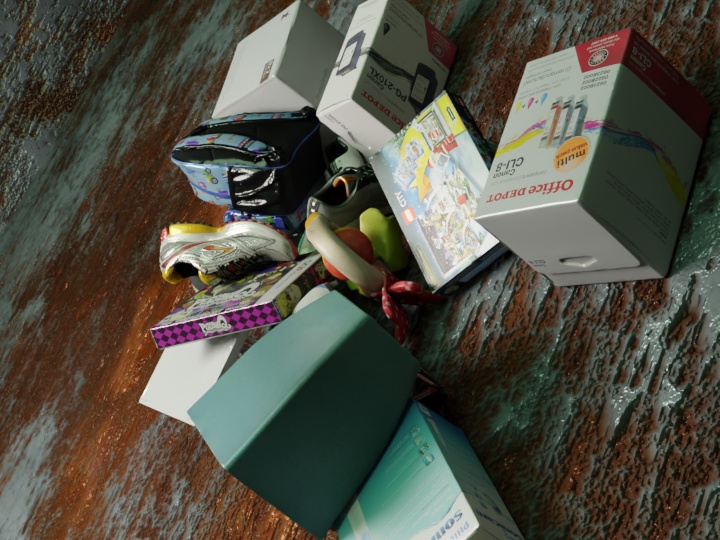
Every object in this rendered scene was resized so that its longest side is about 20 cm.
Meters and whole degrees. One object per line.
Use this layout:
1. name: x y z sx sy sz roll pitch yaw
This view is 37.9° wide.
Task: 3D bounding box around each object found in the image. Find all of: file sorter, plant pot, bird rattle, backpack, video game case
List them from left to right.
1. file sorter: -0.187 0.156 1.428 0.199 0.124 0.140 5 66 57
2. backpack: -0.165 -0.149 1.518 0.198 0.136 0.183 3 33 18
3. video game case: -0.148 0.035 1.371 0.199 0.036 0.181 -13 16 30
4. plant pot: -0.045 0.133 1.069 0.200 0.141 0.141 -48 29 -4
5. bird rattle: 0.000 0.000 1.278 0.113 0.163 0.200 -49 26 18

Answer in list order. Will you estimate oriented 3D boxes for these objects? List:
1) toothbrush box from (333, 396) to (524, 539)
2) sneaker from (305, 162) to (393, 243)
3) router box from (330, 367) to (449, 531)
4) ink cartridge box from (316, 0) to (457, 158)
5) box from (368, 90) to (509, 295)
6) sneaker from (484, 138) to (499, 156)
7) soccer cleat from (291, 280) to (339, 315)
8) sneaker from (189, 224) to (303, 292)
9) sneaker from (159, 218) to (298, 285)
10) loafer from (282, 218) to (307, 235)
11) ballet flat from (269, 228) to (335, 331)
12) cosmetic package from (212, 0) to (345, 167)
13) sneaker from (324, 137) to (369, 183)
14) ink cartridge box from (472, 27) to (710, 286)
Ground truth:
1. toothbrush box: 0.059 0.246 1.017 0.147 0.085 0.200 -49 29 11
2. sneaker: 0.005 -0.109 1.396 0.074 0.080 0.200 29 53 31
3. router box: -0.017 0.166 1.180 0.201 0.062 0.150 -54 51 6
4. ink cartridge box: 0.040 -0.271 1.493 0.084 0.144 0.201 -13 51 50
5. box: 0.103 -0.091 1.240 0.136 0.038 0.201 -39 62 30
6. sneaker: 0.107 -0.102 1.308 0.199 0.076 0.092 -12 59 55
7. soccer cleat: -0.052 0.057 1.294 0.086 0.070 0.200 -34 -7 -3
8. sneaker: -0.156 -0.024 1.502 0.198 0.107 0.075 -14 52 -1
9. sneaker: -0.176 -0.016 1.403 0.198 0.078 0.083 -3 65 19
10. loafer: -0.102 -0.084 1.612 0.200 0.068 0.071 37 123 55
11. ballet flat: -0.065 0.023 1.462 0.062 0.067 0.201 6 68 29
12. cosmetic package: -0.091 -0.273 1.632 0.164 0.199 0.166 -23 42 43
13. sneaker: -0.018 -0.111 1.491 0.074 0.080 0.201 -38 36 25
14. ink cartridge box: 0.233 -0.105 1.049 0.145 0.144 0.201 -8 55 52
